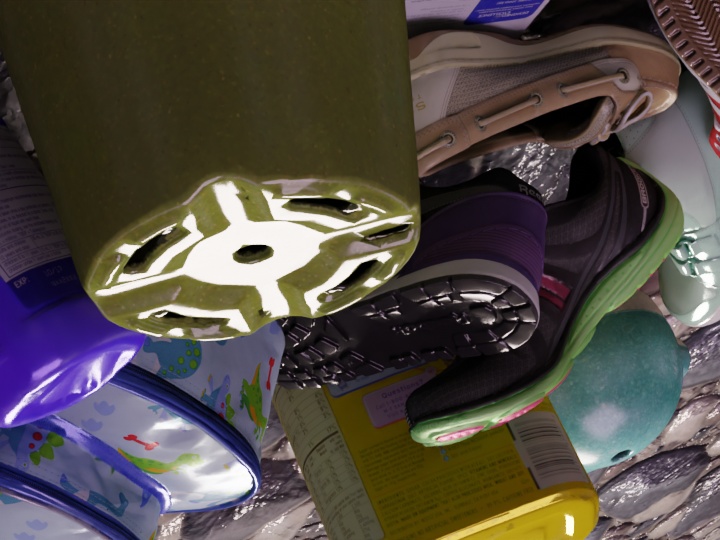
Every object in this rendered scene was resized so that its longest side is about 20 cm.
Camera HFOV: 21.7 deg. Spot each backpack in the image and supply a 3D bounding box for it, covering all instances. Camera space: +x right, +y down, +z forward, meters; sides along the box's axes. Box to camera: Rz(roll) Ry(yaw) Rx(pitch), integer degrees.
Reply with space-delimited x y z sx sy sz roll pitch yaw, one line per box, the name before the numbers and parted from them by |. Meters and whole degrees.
backpack | -0.143 0.062 0.867 0.200 0.147 0.183 -10 146 31

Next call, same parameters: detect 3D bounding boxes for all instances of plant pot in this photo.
plant pot | -0.055 -0.083 0.710 0.200 0.190 0.200 -12 155 -5

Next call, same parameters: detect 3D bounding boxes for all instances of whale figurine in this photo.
whale figurine | 0.149 0.095 1.228 0.159 0.104 0.200 -20 148 -7

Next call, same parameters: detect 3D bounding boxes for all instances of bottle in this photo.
bottle | -0.169 -0.033 0.743 0.065 0.200 0.084 -42 170 22

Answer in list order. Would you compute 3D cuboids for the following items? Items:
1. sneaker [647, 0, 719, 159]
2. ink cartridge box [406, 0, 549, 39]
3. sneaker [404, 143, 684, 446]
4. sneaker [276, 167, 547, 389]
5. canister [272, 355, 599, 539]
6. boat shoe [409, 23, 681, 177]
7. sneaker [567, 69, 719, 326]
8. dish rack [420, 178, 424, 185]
sneaker | 0.194 -0.110 0.953 0.071 0.200 0.112 -33 -173 4
ink cartridge box | 0.057 -0.151 0.843 0.099 0.039 0.200 -10 161 -24
sneaker | 0.081 0.013 0.956 0.200 0.084 0.077 -47 -175 -28
sneaker | 0.000 0.000 0.926 0.200 0.088 0.076 -7 140 25
canister | 0.027 0.074 1.027 0.148 0.200 0.087 -20 147 -7
boat shoe | 0.089 -0.079 0.928 0.200 0.063 0.073 -4 158 -44
sneaker | 0.164 -0.032 1.080 0.118 0.074 0.201 -21 138 -18
dish rack | -0.085 -0.027 0.944 0.200 0.055 0.153 -35 145 17
